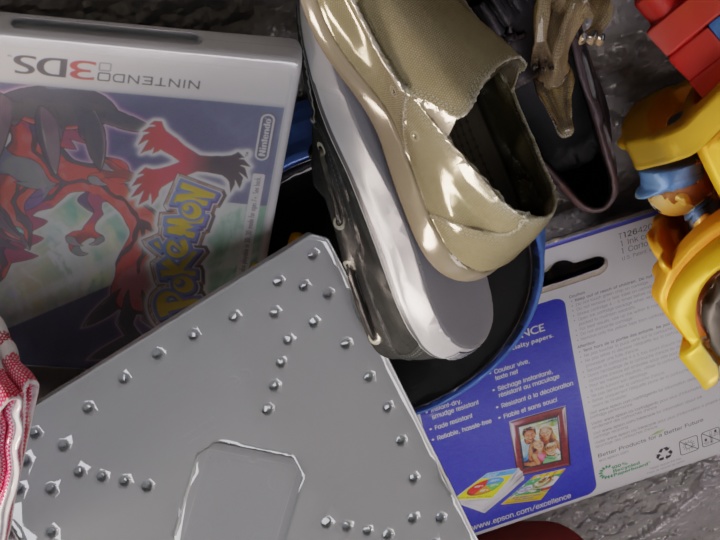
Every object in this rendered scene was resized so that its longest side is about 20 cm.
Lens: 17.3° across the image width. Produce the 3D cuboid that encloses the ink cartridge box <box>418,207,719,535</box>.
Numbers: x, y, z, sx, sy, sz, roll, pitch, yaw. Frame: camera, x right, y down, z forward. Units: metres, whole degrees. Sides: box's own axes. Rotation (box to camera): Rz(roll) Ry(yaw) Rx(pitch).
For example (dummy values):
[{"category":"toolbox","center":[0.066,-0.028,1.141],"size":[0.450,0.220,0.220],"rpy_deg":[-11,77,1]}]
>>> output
[{"category":"ink cartridge box","center":[0.118,0.048,1.348],"size":[0.197,0.047,0.200],"rpy_deg":[-17,127,-5]}]

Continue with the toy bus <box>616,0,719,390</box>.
[{"category":"toy bus","center":[0.199,-0.067,1.199],"size":[0.192,0.136,0.200],"rpy_deg":[44,118,-7]}]

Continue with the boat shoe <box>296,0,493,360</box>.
[{"category":"boat shoe","center":[0.003,-0.049,1.127],"size":[0.057,0.200,0.069],"rpy_deg":[-14,-174,40]}]

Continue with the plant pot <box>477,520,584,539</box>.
[{"category":"plant pot","center":[0.056,0.240,1.431],"size":[0.177,0.201,0.201],"rpy_deg":[-11,138,-26]}]

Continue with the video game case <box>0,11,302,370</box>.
[{"category":"video game case","center":[-0.132,-0.032,1.135],"size":[0.182,0.023,0.200],"rpy_deg":[4,129,-10]}]

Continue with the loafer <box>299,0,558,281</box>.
[{"category":"loafer","center":[0.036,-0.094,1.080],"size":[0.068,0.076,0.200],"rpy_deg":[-16,105,41]}]

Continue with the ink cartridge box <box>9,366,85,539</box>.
[{"category":"ink cartridge box","center":[-0.169,0.108,1.211],"size":[0.200,0.147,0.083],"rpy_deg":[-1,134,-25]}]

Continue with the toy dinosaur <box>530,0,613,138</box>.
[{"category":"toy dinosaur","center":[0.112,-0.158,1.086],"size":[0.058,0.101,0.200],"rpy_deg":[24,102,1]}]

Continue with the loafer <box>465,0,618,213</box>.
[{"category":"loafer","center":[0.085,-0.103,1.165],"size":[0.072,0.063,0.200],"rpy_deg":[-30,138,6]}]

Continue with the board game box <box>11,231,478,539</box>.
[{"category":"board game box","center":[-0.063,0.111,1.157],"size":[0.200,0.026,0.200],"rpy_deg":[-32,113,-14]}]

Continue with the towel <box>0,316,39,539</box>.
[{"category":"towel","center":[-0.206,0.041,1.087],"size":[0.030,0.200,0.147],"rpy_deg":[-11,137,-31]}]

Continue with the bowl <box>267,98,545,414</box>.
[{"category":"bowl","center":[0.000,0.000,1.225],"size":[0.200,0.039,0.201],"rpy_deg":[-6,127,-8]}]
